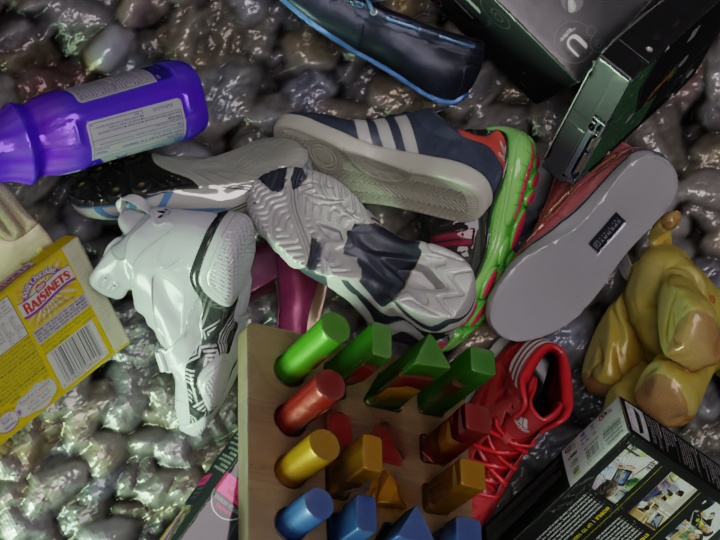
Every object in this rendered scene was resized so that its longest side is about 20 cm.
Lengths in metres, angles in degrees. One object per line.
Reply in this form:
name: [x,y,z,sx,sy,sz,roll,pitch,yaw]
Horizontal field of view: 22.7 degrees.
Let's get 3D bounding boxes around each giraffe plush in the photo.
giraffe plush: [0.293,0.060,1.499,0.161,0.173,0.201,17,50,-19]

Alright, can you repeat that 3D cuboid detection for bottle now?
bottle: [-0.222,-0.112,1.411,0.199,0.083,0.066,-19,104,-24]

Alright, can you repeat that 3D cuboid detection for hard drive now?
hard drive: [0.233,-0.166,1.453,0.038,0.140,0.200,39,54,13]

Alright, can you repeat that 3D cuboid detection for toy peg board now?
toy peg board: [0.016,0.134,1.363,0.199,0.098,0.201,14,56,-25]

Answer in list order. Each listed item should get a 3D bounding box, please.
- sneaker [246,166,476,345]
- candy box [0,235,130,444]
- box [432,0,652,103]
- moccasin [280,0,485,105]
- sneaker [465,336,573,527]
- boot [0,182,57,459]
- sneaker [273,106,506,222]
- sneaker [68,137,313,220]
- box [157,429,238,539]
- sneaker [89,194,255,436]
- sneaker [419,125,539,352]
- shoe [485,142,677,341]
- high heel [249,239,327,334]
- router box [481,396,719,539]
sneaker: [0.000,0.000,1.428,0.198,0.130,0.080,22,69,10]
candy box: [-0.274,0.070,1.371,0.200,0.026,0.103,-39,118,-30]
box: [0.124,-0.249,1.472,0.200,0.122,0.106,43,80,-5]
moccasin: [0.012,-0.213,1.476,0.199,0.081,0.068,30,107,-7]
sneaker: [0.107,0.140,1.460,0.078,0.115,0.201,23,83,-9]
boot: [-0.293,0.035,1.417,0.155,0.073,0.201,-34,91,-11]
sneaker: [0.028,-0.102,1.464,0.199,0.075,0.085,18,56,21]
sneaker: [-0.136,-0.060,1.454,0.198,0.072,0.073,-6,128,-2]
box: [-0.095,0.232,1.423,0.122,0.106,0.201,37,82,-7]
sneaker: [-0.151,0.032,1.424,0.114,0.075,0.201,17,120,11]
sneaker: [0.086,-0.025,1.497,0.083,0.077,0.201,19,87,21]
shoe: [0.174,-0.027,1.497,0.200,0.091,0.071,-46,109,0]
high heel: [-0.031,0.058,1.463,0.095,0.067,0.201,-23,77,0]
router box: [0.197,0.214,1.443,0.149,0.051,0.200,34,114,-21]
